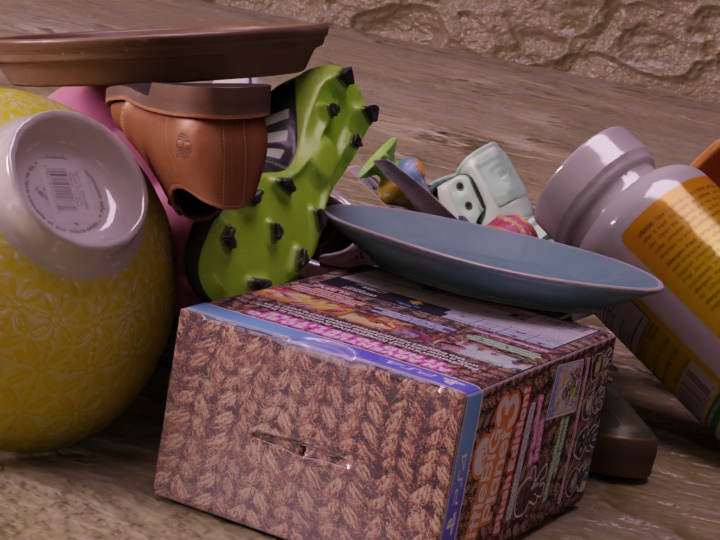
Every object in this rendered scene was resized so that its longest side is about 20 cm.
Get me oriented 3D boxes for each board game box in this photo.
[{"bbox_3d":[0.017,0.072,1.126,0.158,0.098,0.200,16,13,25],"label":"board game box"}]

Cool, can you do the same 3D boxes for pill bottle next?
[{"bbox_3d":[0.204,0.007,1.368,0.200,0.113,0.112,46,27,22],"label":"pill bottle"}]

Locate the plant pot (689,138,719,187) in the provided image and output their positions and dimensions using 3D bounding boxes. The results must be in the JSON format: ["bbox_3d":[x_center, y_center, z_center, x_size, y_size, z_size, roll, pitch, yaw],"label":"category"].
[{"bbox_3d":[0.313,0.003,1.503,0.199,0.202,0.140,15,-3,23],"label":"plant pot"}]

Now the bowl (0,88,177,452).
[{"bbox_3d":[-0.167,-0.020,1.116,0.199,0.202,0.108,0,-29,-39],"label":"bowl"}]

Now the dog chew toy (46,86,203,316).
[{"bbox_3d":[-0.130,-0.037,1.308,0.124,0.126,0.200,2,24,-32],"label":"dog chew toy"}]

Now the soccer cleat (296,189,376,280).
[{"bbox_3d":[0.000,0.000,1.402,0.199,0.070,0.086,30,-10,-27],"label":"soccer cleat"}]

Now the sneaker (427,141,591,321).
[{"bbox_3d":[0.115,-0.028,1.507,0.073,0.119,0.200,-28,15,-34],"label":"sneaker"}]

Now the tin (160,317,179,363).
[{"bbox_3d":[-0.079,0.035,1.362,0.198,0.042,0.112,14,17,20],"label":"tin"}]

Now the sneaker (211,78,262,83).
[{"bbox_3d":[-0.132,-0.085,1.505,0.073,0.071,0.201,-12,33,41],"label":"sneaker"}]

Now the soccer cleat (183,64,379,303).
[{"bbox_3d":[-0.056,-0.042,1.210,0.081,0.068,0.200,-16,29,35],"label":"soccer cleat"}]

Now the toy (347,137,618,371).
[{"bbox_3d":[0.085,-0.015,1.415,0.200,0.047,0.115,39,-9,-10],"label":"toy"}]

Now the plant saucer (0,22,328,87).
[{"bbox_3d":[-0.117,-0.123,1.250,0.198,0.030,0.200,-2,7,0],"label":"plant saucer"}]

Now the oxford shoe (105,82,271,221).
[{"bbox_3d":[-0.093,-0.063,1.137,0.071,0.072,0.200,-3,7,-13],"label":"oxford shoe"}]

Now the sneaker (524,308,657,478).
[{"bbox_3d":[0.102,0.050,1.311,0.067,0.091,0.200,1,15,-39],"label":"sneaker"}]

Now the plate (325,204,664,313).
[{"bbox_3d":[0.073,-0.004,1.246,0.198,0.026,0.200,12,8,-2],"label":"plate"}]
